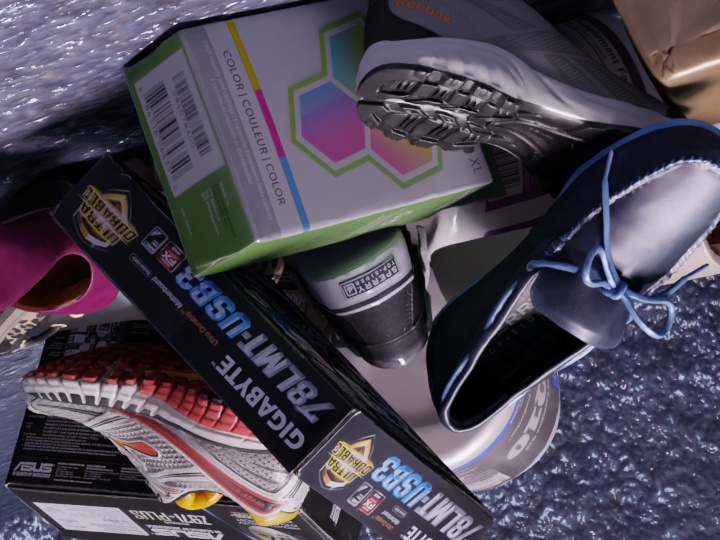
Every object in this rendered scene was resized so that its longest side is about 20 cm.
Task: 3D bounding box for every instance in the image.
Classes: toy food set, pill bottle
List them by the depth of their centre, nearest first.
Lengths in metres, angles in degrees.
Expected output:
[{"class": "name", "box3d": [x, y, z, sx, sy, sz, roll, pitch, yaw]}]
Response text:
[{"class": "toy food set", "box3d": [0.140, -0.020, 1.345, 0.143, 0.061, 0.200, -12, 177, 27]}, {"class": "pill bottle", "box3d": [0.102, -0.080, 1.429, 0.200, 0.113, 0.112, -16, 172, -27]}, {"class": "pill bottle", "box3d": [0.052, 0.067, 1.469, 0.114, 0.114, 0.200, -22, 167, 10]}]

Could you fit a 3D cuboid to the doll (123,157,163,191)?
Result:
[{"class": "doll", "box3d": [-0.061, -0.061, 1.371, 0.136, 0.049, 0.200, -13, 177, 8]}]

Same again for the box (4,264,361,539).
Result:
[{"class": "box", "box3d": [-0.091, 0.078, 1.551, 0.199, 0.164, 0.086, 2, 155, 24]}]

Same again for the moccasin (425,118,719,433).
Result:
[{"class": "moccasin", "box3d": [0.108, 0.012, 1.216, 0.080, 0.068, 0.200, 28, 128, -19]}]

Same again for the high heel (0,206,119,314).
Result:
[{"class": "high heel", "box3d": [-0.164, 0.013, 1.255, 0.067, 0.096, 0.200, -32, 154, 16]}]

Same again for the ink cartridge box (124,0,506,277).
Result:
[{"class": "ink cartridge box", "box3d": [-0.003, -0.072, 1.226, 0.200, 0.104, 0.059, -15, 172, -38]}]

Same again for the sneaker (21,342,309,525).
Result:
[{"class": "sneaker", "box3d": [-0.112, 0.092, 1.446, 0.200, 0.082, 0.078, 14, -161, 36]}]

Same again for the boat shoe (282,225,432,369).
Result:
[{"class": "boat shoe", "box3d": [0.003, -0.001, 1.330, 0.073, 0.068, 0.199, -26, -162, -4]}]

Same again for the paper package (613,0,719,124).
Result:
[{"class": "paper package", "box3d": [0.214, -0.153, 1.237, 0.190, 0.104, 0.200, -20, 174, 10]}]

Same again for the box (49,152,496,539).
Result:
[{"class": "box", "box3d": [-0.040, 0.049, 1.278, 0.050, 0.198, 0.200, -47, 151, 1]}]

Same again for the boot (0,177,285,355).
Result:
[{"class": "boot", "box3d": [-0.144, 0.008, 1.444, 0.150, 0.073, 0.200, 3, 154, -30]}]

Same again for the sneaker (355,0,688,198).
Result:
[{"class": "sneaker", "box3d": [0.085, -0.088, 1.216, 0.200, 0.080, 0.074, 20, 145, -34]}]
